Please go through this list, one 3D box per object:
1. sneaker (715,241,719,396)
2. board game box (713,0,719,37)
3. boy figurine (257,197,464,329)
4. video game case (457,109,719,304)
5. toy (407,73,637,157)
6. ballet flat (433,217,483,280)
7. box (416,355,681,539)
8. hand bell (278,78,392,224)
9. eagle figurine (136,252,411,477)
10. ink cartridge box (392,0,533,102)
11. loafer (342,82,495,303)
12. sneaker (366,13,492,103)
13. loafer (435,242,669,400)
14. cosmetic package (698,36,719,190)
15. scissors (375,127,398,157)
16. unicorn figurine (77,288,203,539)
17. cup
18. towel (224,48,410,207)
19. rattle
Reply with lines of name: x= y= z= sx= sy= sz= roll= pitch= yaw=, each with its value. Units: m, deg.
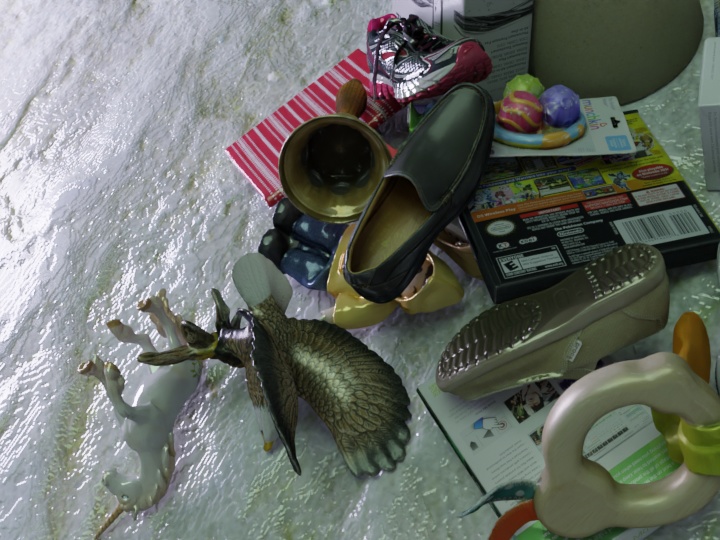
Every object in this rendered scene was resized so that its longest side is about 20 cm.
sneaker: x=0.294 y=0.044 z=0.720 sx=0.074 sy=0.077 sz=0.204 roll=-9 pitch=67 yaw=16
board game box: x=0.411 y=-0.229 z=0.807 sx=0.196 sy=0.200 sz=0.063 roll=-5 pitch=94 yaw=10
boy figurine: x=0.000 y=0.000 z=0.898 sx=0.198 sy=0.064 sz=0.126 roll=21 pitch=78 yaw=33
video game case: x=0.182 y=-0.061 z=0.848 sx=0.196 sy=0.026 sz=0.182 roll=-11 pitch=46 yaw=-6
toy: x=0.138 y=-0.143 z=0.879 sx=0.196 sy=0.048 sz=0.116 roll=-4 pitch=34 yaw=7
ballet flat: x=0.069 y=-0.062 z=0.919 sx=0.069 sy=0.063 sz=0.199 roll=-46 pitch=50 yaw=-11
box: x=0.150 y=0.129 z=0.762 sx=0.143 sy=0.037 sz=0.201 roll=-33 pitch=48 yaw=-2
hand bell: x=-0.015 y=-0.141 z=0.945 sx=0.102 sy=0.105 sz=0.201 roll=-14 pitch=31 yaw=13
eagle figurine: x=-0.063 y=0.090 z=0.830 sx=0.198 sy=0.153 sz=0.152 roll=16 pitch=49 yaw=44
ink cartridge box: x=0.096 y=-0.272 z=0.956 sx=0.083 sy=0.203 sz=0.146 roll=-18 pitch=39 yaw=-21
loafer: x=0.050 y=-0.066 z=0.807 sx=0.072 sy=0.072 sz=0.202 roll=27 pitch=89 yaw=16
sneaker: x=0.050 y=-0.197 z=0.900 sx=0.079 sy=0.076 sz=0.199 roll=-18 pitch=17 yaw=-19
loafer: x=0.148 y=0.054 z=0.750 sx=0.198 sy=0.069 sz=0.076 roll=-28 pitch=22 yaw=22
cosmetic package: x=0.381 y=-0.129 z=0.798 sx=0.197 sy=0.113 sz=0.082 roll=2 pitch=56 yaw=23
scissors: x=0.013 y=-0.116 z=0.976 sx=0.073 sy=0.014 sz=0.200 roll=-42 pitch=29 yaw=1
unicorn figurine: x=-0.192 y=0.119 z=0.875 sx=0.073 sy=0.138 sz=0.201 roll=-3 pitch=39 yaw=41
cup: x=0.226 y=-0.281 z=0.958 sx=0.197 sy=0.144 sz=0.203 roll=-12 pitch=51 yaw=15
towel: x=-0.042 y=-0.155 z=1.048 sx=0.199 sy=0.023 sz=0.145 roll=-38 pitch=38 yaw=-5
rattle: x=0.159 y=0.115 z=0.702 sx=0.200 sy=0.129 sz=0.144 roll=-41 pitch=33 yaw=26
